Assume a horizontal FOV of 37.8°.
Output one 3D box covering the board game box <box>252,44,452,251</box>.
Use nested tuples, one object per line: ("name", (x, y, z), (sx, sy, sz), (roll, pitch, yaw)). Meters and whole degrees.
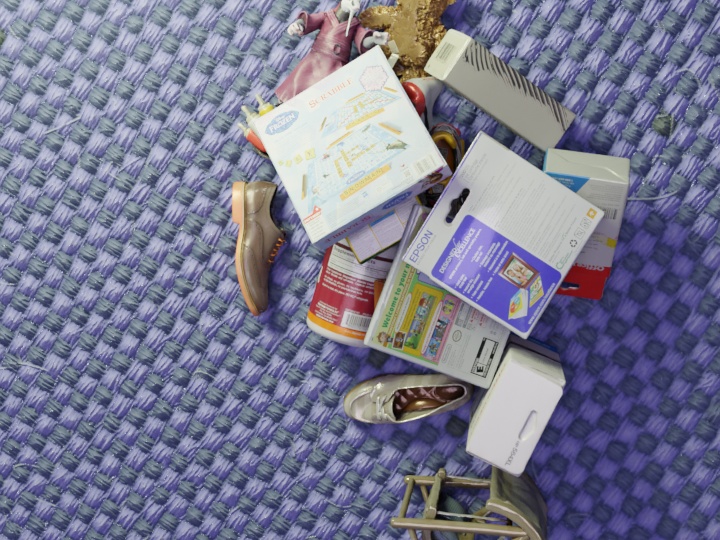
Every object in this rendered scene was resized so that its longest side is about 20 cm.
("board game box", (-0.013, -0.160, 1.368), (0.199, 0.041, 0.200), (-29, 69, 7))

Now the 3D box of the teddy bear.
("teddy bear", (0.068, -0.327, 1.489), (0.144, 0.067, 0.201), (3, 105, 17))

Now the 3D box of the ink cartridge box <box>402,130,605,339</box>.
("ink cartridge box", (0.184, -0.046, 1.368), (0.200, 0.043, 0.199), (32, 91, -8))

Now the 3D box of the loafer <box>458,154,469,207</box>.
("loafer", (0.188, -0.078, 1.459), (0.075, 0.069, 0.201), (-3, 97, 43))

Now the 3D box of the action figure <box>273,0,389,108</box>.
("action figure", (-0.035, -0.301, 1.472), (0.133, 0.149, 0.201), (23, 93, 0))

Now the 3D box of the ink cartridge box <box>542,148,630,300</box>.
("ink cartridge box", (0.298, -0.062, 1.459), (0.116, 0.067, 0.201), (9, 128, 7))

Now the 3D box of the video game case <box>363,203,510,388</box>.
("video game case", (0.122, 0.035, 1.402), (0.181, 0.022, 0.201), (20, 93, -8))

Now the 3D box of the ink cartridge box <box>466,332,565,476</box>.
("ink cartridge box", (0.214, 0.177, 1.459), (0.084, 0.200, 0.147), (25, 100, 4))

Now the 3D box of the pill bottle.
("pill bottle", (0.000, 0.000, 1.511), (0.112, 0.113, 0.201), (18, 99, 5))

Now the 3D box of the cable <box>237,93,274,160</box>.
("cable", (-0.102, -0.157, 1.511), (0.200, 0.050, 0.097), (50, 139, 7))

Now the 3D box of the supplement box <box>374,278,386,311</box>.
("supplement box", (0.120, 0.039, 1.476), (0.199, 0.069, 0.067), (-4, 98, -23))

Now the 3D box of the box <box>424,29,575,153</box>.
("box", (0.190, -0.242, 1.426), (0.200, 0.082, 0.069), (29, 101, -26))

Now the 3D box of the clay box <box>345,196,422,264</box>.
("clay box", (-0.001, -0.123, 1.431), (0.115, 0.048, 0.201), (-29, 85, 1))

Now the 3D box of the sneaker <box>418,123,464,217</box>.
("sneaker", (0.105, -0.108, 1.496), (0.077, 0.082, 0.201), (2, 99, 8))

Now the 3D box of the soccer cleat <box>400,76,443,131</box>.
("soccer cleat", (0.062, -0.188, 1.483), (0.069, 0.085, 0.200), (41, 137, 22))

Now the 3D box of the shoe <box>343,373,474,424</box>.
("shoe", (0.068, 0.188, 1.556), (0.199, 0.053, 0.070), (-11, 96, 10))

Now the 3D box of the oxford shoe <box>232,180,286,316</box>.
("oxford shoe", (-0.146, -0.032, 1.551), (0.073, 0.071, 0.201), (-4, 97, 4))

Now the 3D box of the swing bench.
("swing bench", (0.163, 0.357, 1.492), (0.199, 0.199, 0.130), (-16, 95, 10))
